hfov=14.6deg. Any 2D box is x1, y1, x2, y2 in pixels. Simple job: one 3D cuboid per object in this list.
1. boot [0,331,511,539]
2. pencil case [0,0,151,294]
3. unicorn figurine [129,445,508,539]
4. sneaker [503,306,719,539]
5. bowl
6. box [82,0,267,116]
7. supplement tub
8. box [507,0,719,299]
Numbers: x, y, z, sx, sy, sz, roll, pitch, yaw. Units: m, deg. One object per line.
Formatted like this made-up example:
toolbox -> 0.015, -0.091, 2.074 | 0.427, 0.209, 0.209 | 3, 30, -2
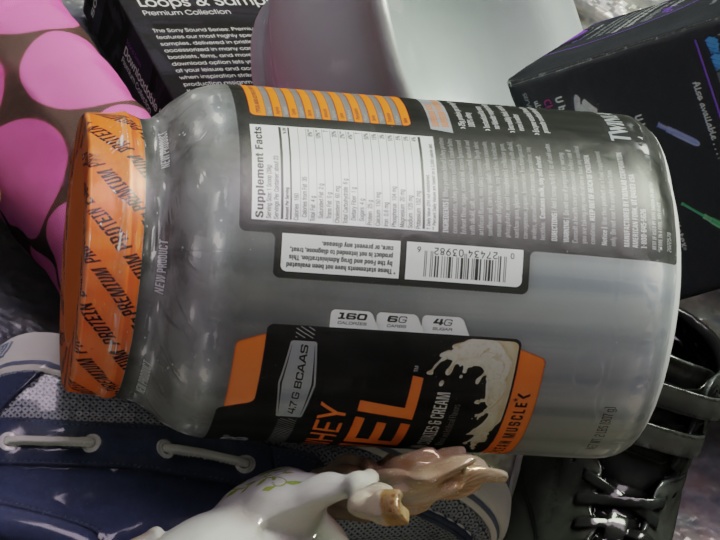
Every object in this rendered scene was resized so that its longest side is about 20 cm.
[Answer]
boot -> -0.048, 0.093, 1.005 | 0.200, 0.073, 0.090 | 14, 51, -3
pencil case -> -0.112, -0.037, 1.110 | 0.091, 0.094, 0.200 | -39, 56, 2
unicorn figurine -> -0.057, 0.100, 0.911 | 0.200, 0.074, 0.137 | -6, 9, -41
sneaker -> 0.091, 0.086, 1.039 | 0.071, 0.099, 0.200 | 18, 39, -5
bowl -> 0.018, -0.077, 1.122 | 0.090, 0.201, 0.201 | -15, 29, 25
box -> -0.023, -0.067, 1.226 | 0.143, 0.036, 0.200 | -3, 45, -28
supplement tub -> 0.000, 0.000, 0.966 | 0.200, 0.123, 0.123 | 4, 40, -10
box -> 0.179, -0.066, 1.106 | 0.122, 0.200, 0.106 | -37, 108, -63
